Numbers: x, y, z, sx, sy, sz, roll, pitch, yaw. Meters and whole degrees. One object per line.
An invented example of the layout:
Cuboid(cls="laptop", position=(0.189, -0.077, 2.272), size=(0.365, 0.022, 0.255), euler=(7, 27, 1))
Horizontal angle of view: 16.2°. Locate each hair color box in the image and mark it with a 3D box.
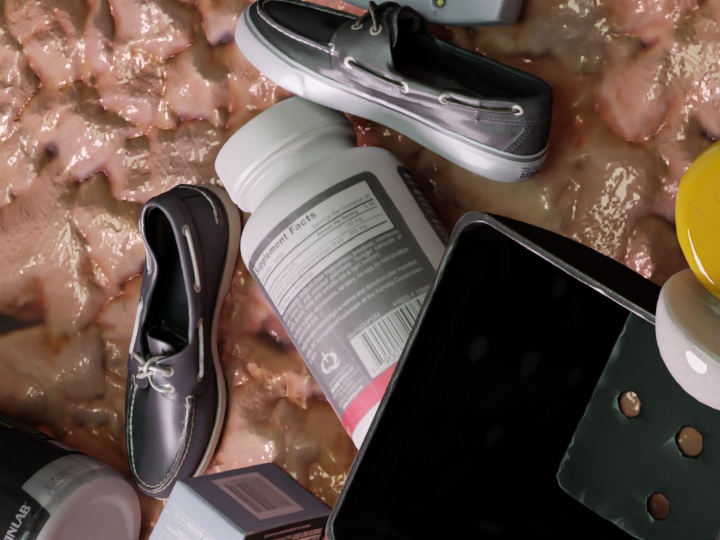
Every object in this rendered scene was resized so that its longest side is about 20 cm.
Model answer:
Cuboid(cls="hair color box", position=(-0.103, 0.219, 1.528), size=(0.061, 0.099, 0.200), euler=(36, 110, 25))

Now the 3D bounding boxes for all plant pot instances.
Cuboid(cls="plant pot", position=(0.138, 0.097, 1.323), size=(0.200, 0.177, 0.200), euler=(32, 109, 28))

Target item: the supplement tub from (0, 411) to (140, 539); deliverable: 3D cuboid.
Cuboid(cls="supplement tub", position=(-0.248, 0.148, 1.605), size=(0.200, 0.122, 0.123), euler=(23, 104, 30))

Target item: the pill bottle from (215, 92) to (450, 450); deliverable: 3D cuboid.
Cuboid(cls="pill bottle", position=(0.000, 0.000, 1.446), size=(0.111, 0.111, 0.200), euler=(-41, 71, 27))

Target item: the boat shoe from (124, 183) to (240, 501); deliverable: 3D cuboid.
Cuboid(cls="boat shoe", position=(-0.123, 0.045, 1.555), size=(0.072, 0.063, 0.201), euler=(14, 100, 31))

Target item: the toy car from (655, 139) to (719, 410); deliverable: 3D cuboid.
Cuboid(cls="toy car", position=(0.244, 0.003, 1.136), size=(0.200, 0.150, 0.175), euler=(39, 124, 20))

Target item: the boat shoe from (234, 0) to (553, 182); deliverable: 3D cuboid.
Cuboid(cls="boat shoe", position=(0.021, -0.119, 1.433), size=(0.200, 0.070, 0.066), euler=(30, 128, 19))

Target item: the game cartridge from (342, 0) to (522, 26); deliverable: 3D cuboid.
Cuboid(cls="game cartridge", position=(0.019, -0.218, 1.470), size=(0.200, 0.041, 0.134), euler=(24, 101, 30))
